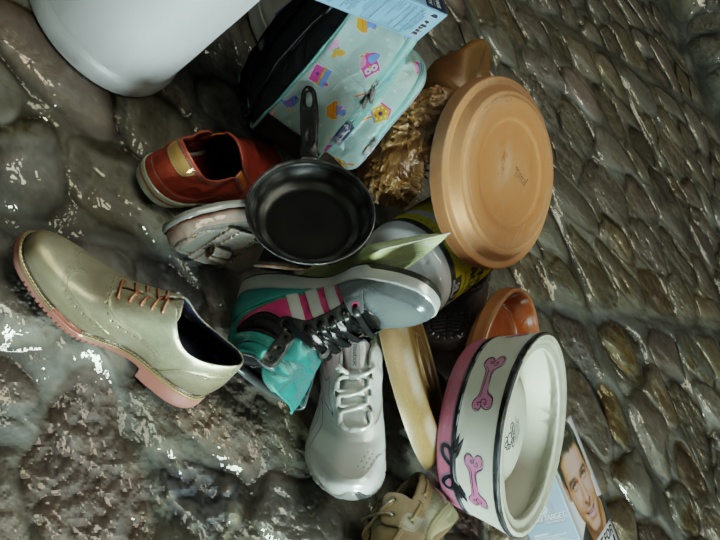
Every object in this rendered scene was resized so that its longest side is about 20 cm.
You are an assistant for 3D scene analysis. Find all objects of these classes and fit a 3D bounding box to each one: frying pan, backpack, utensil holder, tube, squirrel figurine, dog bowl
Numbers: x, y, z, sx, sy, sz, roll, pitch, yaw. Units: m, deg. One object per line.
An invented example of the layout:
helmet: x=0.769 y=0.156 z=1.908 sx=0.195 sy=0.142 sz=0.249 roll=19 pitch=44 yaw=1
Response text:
frying pan: x=-0.060 y=-0.078 z=0.966 sx=0.114 sy=0.031 sz=0.191 roll=-17 pitch=59 yaw=-19
backpack: x=-0.019 y=-0.216 z=1.098 sx=0.153 sy=0.200 sz=0.176 roll=27 pitch=21 yaw=-21
utensil holder: x=-0.173 y=-0.280 z=0.975 sx=0.170 sy=0.199 sz=0.171 roll=35 pitch=39 yaw=-35
tube: x=0.000 y=0.000 z=0.986 sx=0.052 sy=0.200 sz=0.058 roll=36 pitch=62 yaw=-15
squirrel figurine: x=0.057 y=-0.150 z=1.212 sx=0.200 sy=0.186 sz=0.142 roll=-33 pitch=101 yaw=-54
dog bowl: x=0.139 y=0.156 z=1.062 sx=0.200 sy=0.073 sz=0.201 roll=-24 pitch=118 yaw=-59

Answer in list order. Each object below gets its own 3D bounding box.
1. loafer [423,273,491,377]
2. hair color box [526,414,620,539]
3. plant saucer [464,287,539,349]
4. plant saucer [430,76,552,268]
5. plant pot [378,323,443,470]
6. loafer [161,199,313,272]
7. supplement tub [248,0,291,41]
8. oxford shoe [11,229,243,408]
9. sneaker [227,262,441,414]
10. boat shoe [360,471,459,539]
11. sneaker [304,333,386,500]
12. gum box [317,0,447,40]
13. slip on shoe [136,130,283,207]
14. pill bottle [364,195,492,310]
loafer: x=0.106 y=0.054 z=1.238 sx=0.200 sy=0.073 sz=0.071 roll=-59 pitch=149 yaw=-58
hair color box: x=0.230 y=0.274 z=1.196 sx=0.099 sy=0.060 sz=0.201 roll=-25 pitch=93 yaw=-59
plant saucer: x=0.152 y=0.118 z=1.192 sx=0.200 sy=0.032 sz=0.202 roll=-23 pitch=117 yaw=-59
plant saucer: x=0.146 y=-0.102 z=1.131 sx=0.200 sy=0.032 sz=0.202 roll=-6 pitch=98 yaw=-48
plant pot: x=0.053 y=0.096 z=1.067 sx=0.200 sy=0.027 sz=0.201 roll=-15 pitch=90 yaw=-81
loafer: x=-0.100 y=-0.027 z=0.997 sx=0.200 sy=0.072 sz=0.063 roll=-8 pitch=75 yaw=-60
supplement tub: x=-0.017 y=-0.318 z=1.232 sx=0.132 sy=0.200 sz=0.132 roll=36 pitch=38 yaw=-33
oxford shoe: x=-0.175 y=0.026 z=0.834 sx=0.200 sy=0.074 sz=0.071 roll=40 pitch=36 yaw=-29
sneaker: x=-0.034 y=0.061 z=0.912 sx=0.084 sy=0.199 sz=0.121 roll=54 pitch=42 yaw=-42
boat shoe: x=0.028 y=0.234 z=0.959 sx=0.065 sy=0.072 sz=0.200 roll=56 pitch=25 yaw=6
sneaker: x=-0.012 y=0.114 z=0.969 sx=0.074 sy=0.087 sz=0.201 roll=2 pitch=44 yaw=-5
gum box: x=-0.022 y=-0.310 z=0.963 sx=0.199 sy=0.044 sz=0.171 roll=10 pitch=56 yaw=-45
slip on shoe: x=-0.127 y=-0.100 z=1.023 sx=0.074 sy=0.061 sz=0.200 roll=61 pitch=28 yaw=8
pill bottle: x=0.102 y=-0.034 z=1.207 sx=0.200 sy=0.111 sz=0.112 roll=-33 pitch=92 yaw=-44
